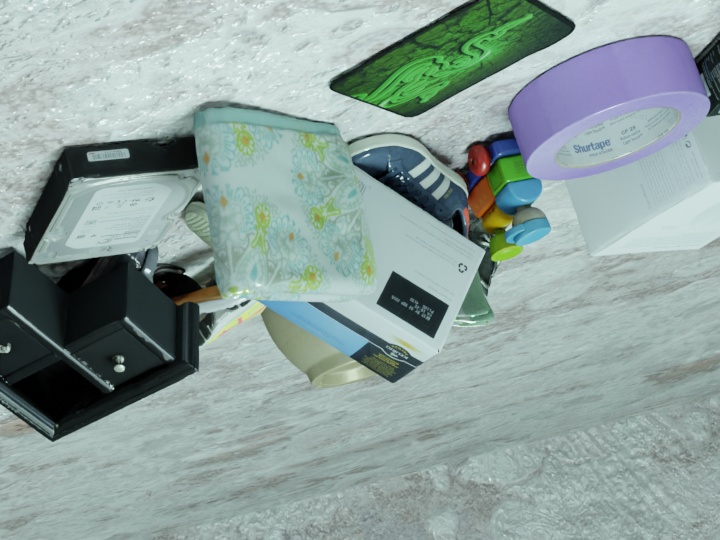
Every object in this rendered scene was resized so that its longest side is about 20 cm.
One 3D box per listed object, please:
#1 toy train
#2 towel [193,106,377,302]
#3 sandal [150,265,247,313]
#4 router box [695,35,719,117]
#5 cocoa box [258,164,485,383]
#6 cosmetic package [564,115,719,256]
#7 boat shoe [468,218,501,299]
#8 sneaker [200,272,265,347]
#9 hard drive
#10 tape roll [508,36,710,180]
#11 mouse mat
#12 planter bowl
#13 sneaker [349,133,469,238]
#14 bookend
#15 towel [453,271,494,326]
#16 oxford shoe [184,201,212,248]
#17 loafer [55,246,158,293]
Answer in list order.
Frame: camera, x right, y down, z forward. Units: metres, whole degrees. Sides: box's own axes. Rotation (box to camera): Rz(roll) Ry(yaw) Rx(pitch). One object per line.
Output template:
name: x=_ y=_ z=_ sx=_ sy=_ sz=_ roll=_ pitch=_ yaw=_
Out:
toy train: x=0.149 y=-0.061 z=1.699 sx=0.084 sy=0.117 sz=0.200 roll=-10 pitch=162 yaw=-21
towel: x=-0.067 y=-0.058 z=1.393 sx=0.048 sy=0.173 sz=0.199 roll=-21 pitch=165 yaw=37
sandal: x=-0.206 y=0.019 z=1.701 sx=0.205 sy=0.060 sz=0.079 roll=-13 pitch=-169 yaw=24
router box: x=0.462 y=-0.231 z=1.556 sx=0.198 sy=0.063 sz=0.150 roll=-12 pitch=162 yaw=-18
cocoa box: x=0.000 y=0.000 z=1.545 sx=0.199 sy=0.134 sz=0.131 roll=32 pitch=154 yaw=-7
cosmetic package: x=0.380 y=-0.113 z=1.752 sx=0.198 sy=0.124 sz=0.200 roll=-4 pitch=158 yaw=-39
boat shoe: x=0.136 y=-0.020 z=1.808 sx=0.071 sy=0.072 sz=0.200 roll=-33 pitch=-159 yaw=12
sneaker: x=-0.157 y=0.040 z=1.795 sx=0.199 sy=0.079 sz=0.090 roll=-27 pitch=168 yaw=37
hard drive: x=-0.236 y=-0.064 z=1.440 sx=0.139 sy=0.038 sz=0.200 roll=-8 pitch=162 yaw=-28
tape roll: x=0.257 y=-0.165 z=1.562 sx=0.199 sy=0.066 sz=0.200 roll=-16 pitch=165 yaw=-4
mouse mat: x=0.086 y=-0.197 z=1.388 sx=0.199 sy=0.008 sz=0.161 roll=-25 pitch=162 yaw=28
planter bowl: x=-0.024 y=0.068 z=1.917 sx=0.199 sy=0.136 sz=0.200 roll=-16 pitch=163 yaw=-5
sneaker: x=0.055 y=-0.077 z=1.578 sx=0.075 sy=0.085 sz=0.199 roll=-25 pitch=151 yaw=32
bookend: x=-0.300 y=0.057 z=1.538 sx=0.199 sy=0.093 sz=0.199 roll=-25 pitch=133 yaw=20
towel: x=0.041 y=0.000 z=1.679 sx=0.198 sy=0.153 sz=0.023 roll=4 pitch=135 yaw=-19
oxford shoe: x=-0.128 y=-0.039 z=1.607 sx=0.058 sy=0.075 sz=0.200 roll=-58 pitch=153 yaw=-5
loafer: x=-0.299 y=0.016 z=1.611 sx=0.063 sy=0.072 sz=0.200 roll=28 pitch=131 yaw=-36
